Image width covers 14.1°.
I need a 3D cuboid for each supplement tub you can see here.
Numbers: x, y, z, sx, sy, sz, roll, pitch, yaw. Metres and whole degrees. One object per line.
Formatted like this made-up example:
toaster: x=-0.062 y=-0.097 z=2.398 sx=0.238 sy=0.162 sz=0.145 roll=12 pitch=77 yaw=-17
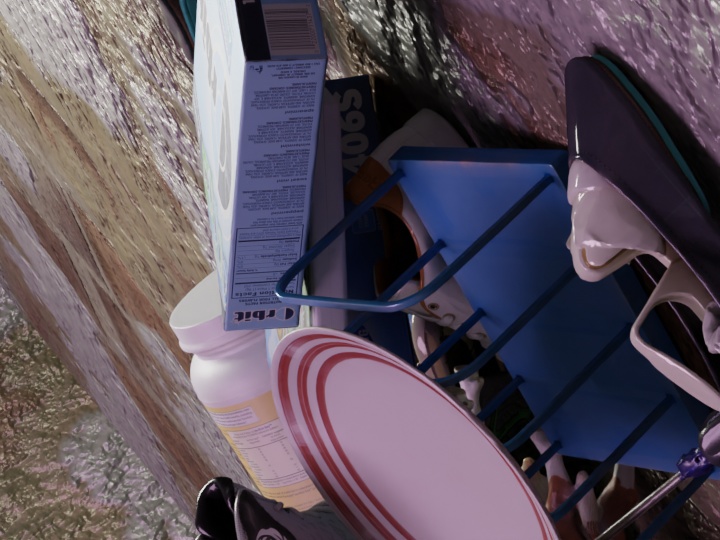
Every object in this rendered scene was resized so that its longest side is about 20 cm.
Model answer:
supplement tub: x=-0.025 y=0.084 z=1.963 sx=0.200 sy=0.145 sz=0.145 roll=57 pitch=168 yaw=-16

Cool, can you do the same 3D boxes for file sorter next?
file sorter: x=0.069 y=0.053 z=1.478 sx=0.139 sy=0.123 sz=0.200 roll=5 pitch=132 yaw=55

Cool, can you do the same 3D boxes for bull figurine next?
bull figurine: x=0.075 y=0.129 z=1.673 sx=0.199 sy=0.065 sz=0.122 roll=18 pitch=111 yaw=34

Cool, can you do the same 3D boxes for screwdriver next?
screwdriver: x=0.143 y=0.100 z=1.378 sx=0.200 sy=0.028 sz=0.029 roll=-41 pitch=42 yaw=45

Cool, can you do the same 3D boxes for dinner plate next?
dinner plate: x=0.034 y=0.102 z=1.432 sx=0.200 sy=0.024 sz=0.201 roll=36 pitch=152 yaw=22

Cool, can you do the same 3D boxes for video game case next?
video game case: x=-0.033 y=-0.015 z=1.612 sx=0.182 sy=0.022 sz=0.201 roll=-124 pitch=30 yaw=-71

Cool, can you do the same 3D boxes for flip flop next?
flip flop: x=0.048 y=0.078 z=1.784 sx=0.057 sy=0.081 sz=0.200 roll=4 pitch=142 yaw=17

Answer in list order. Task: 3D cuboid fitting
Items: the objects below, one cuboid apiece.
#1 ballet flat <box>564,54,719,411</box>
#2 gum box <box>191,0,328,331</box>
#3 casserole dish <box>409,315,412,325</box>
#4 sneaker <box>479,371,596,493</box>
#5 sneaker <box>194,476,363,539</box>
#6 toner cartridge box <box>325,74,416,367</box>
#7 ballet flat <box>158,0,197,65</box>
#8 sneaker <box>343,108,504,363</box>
ballet flat: x=0.135 y=-0.002 z=1.265 sx=0.200 sy=0.073 sz=0.073 roll=53 pitch=169 yaw=8
gum box: x=-0.055 y=-0.097 z=1.508 sx=0.201 sy=0.044 sz=0.170 roll=98 pitch=166 yaw=-48
casserole dish: x=-0.003 y=-0.036 z=1.798 sx=0.200 sy=0.039 sz=0.121 roll=57 pitch=169 yaw=-19
sneaker: x=0.106 y=0.144 z=1.783 sx=0.085 sy=0.078 sz=0.201 roll=-119 pitch=7 yaw=-60
sneaker: x=-0.029 y=0.132 z=1.551 sx=0.115 sy=0.075 sz=0.200 roll=37 pitch=-149 yaw=-9
toner cartridge box: x=0.000 y=0.000 z=1.652 sx=0.095 sy=0.043 sz=0.201 roll=84 pitch=177 yaw=-69
ballet flat: x=-0.107 y=-0.191 z=1.704 sx=0.064 sy=0.067 sz=0.200 roll=56 pitch=171 yaw=30
sneaker: x=0.055 y=0.014 z=1.595 sx=0.200 sy=0.085 sz=0.073 roll=57 pitch=167 yaw=-19
